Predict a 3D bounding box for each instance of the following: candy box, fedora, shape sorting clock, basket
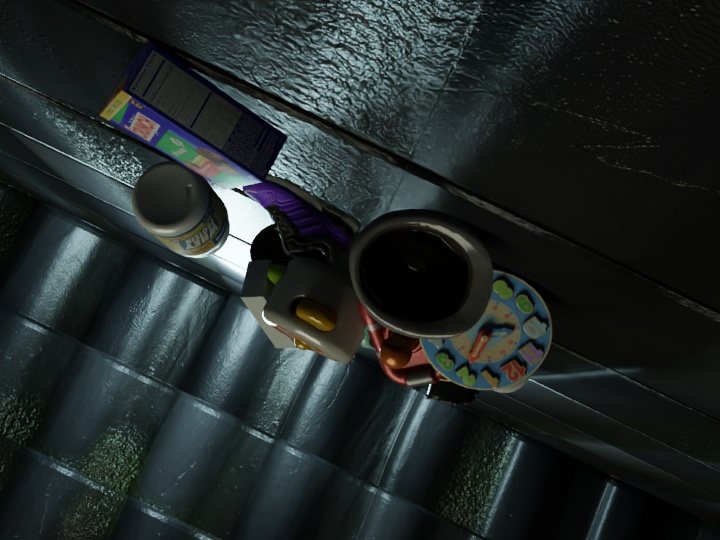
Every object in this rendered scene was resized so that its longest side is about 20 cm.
[{"bbox_3d":[-0.220,-0.190,0.890,0.200,0.077,0.169,33,167,-25],"label":"candy box"},{"bbox_3d":[0.086,-0.002,0.953,0.199,0.178,0.090,8,-165,13],"label":"fedora"},{"bbox_3d":[0.186,0.092,1.031,0.199,0.201,0.039,26,-156,-5],"label":"shape sorting clock"},{"bbox_3d":[-0.141,-0.001,1.409,0.136,0.180,0.200,56,174,30],"label":"basket"}]

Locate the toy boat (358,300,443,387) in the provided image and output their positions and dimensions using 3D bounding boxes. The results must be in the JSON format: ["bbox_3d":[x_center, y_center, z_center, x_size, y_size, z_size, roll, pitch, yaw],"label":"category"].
[{"bbox_3d":[0.067,0.109,1.098,0.130,0.131,0.201,-15,107,24],"label":"toy boat"}]

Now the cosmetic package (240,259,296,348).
[{"bbox_3d":[-0.169,0.069,1.322,0.050,0.083,0.200,-4,145,13],"label":"cosmetic package"}]

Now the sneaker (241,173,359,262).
[{"bbox_3d":[-0.107,-0.077,1.089,0.199,0.100,0.070,26,167,-6],"label":"sneaker"}]

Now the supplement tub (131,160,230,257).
[{"bbox_3d":[-0.339,-0.111,1.328,0.144,0.145,0.200,23,169,11],"label":"supplement tub"}]

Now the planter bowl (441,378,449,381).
[{"bbox_3d":[0.152,0.084,1.184,0.200,0.201,0.083,24,-154,7],"label":"planter bowl"}]

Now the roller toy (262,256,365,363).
[{"bbox_3d":[-0.072,0.076,1.201,0.200,0.140,0.182,15,162,48],"label":"roller toy"}]

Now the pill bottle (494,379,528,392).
[{"bbox_3d":[0.253,0.157,1.325,0.114,0.115,0.200,17,166,35],"label":"pill bottle"}]

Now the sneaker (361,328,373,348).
[{"bbox_3d":[-0.011,0.083,1.398,0.139,0.078,0.200,13,-153,12],"label":"sneaker"}]

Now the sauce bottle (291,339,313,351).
[{"bbox_3d":[-0.071,0.060,1.366,0.064,0.201,0.065,21,159,8],"label":"sauce bottle"}]

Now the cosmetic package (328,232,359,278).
[{"bbox_3d":[0.000,0.000,1.253,0.112,0.081,0.200,28,170,1],"label":"cosmetic package"}]

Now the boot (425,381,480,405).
[{"bbox_3d":[0.164,0.191,1.426,0.197,0.163,0.073,8,-178,-21],"label":"boot"}]
